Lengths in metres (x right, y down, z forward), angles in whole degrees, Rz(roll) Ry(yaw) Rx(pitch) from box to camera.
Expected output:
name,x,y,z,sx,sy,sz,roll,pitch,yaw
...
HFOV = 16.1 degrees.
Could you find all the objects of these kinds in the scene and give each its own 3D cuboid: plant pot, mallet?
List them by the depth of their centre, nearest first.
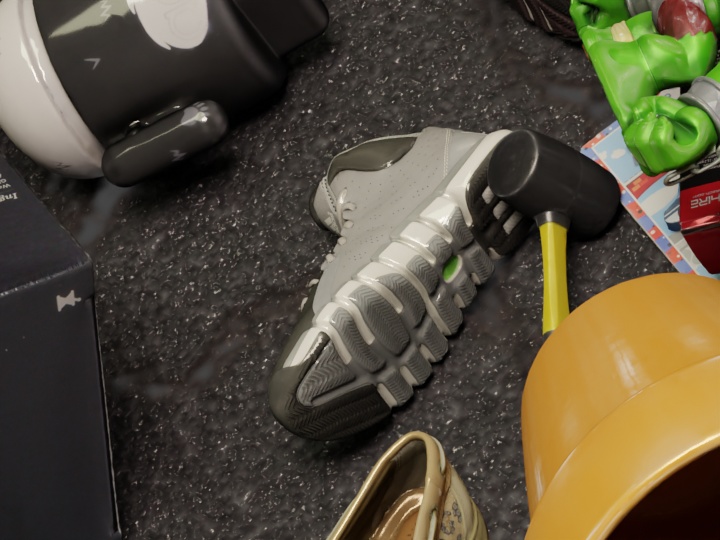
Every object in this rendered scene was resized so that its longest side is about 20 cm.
name,x,y,z,sx,sy,sz,roll,pitch,yaw
plant pot,0.149,0.098,1.068,0.199,0.201,0.184,-34,30,5
mallet,0.103,0.028,1.248,0.041,0.066,0.202,-27,58,41

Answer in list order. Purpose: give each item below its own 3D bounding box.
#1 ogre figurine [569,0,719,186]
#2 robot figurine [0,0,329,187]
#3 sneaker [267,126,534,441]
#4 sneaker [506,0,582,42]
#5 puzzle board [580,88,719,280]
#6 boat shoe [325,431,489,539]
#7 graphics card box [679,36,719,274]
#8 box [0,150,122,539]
name,x,y,z,sx,sy,sz,roll,pitch,yaw
ogre figurine,0.164,-0.110,1.171,0.119,0.099,0.200,-25,4,8
robot figurine,-0.119,-0.132,1.450,0.199,0.125,0.150,-26,12,13
sneaker,0.000,0.000,1.315,0.115,0.075,0.200,19,58,45
sneaker,0.102,-0.210,1.404,0.115,0.076,0.200,-41,44,-6
puzzle board,0.222,-0.079,1.265,0.200,0.017,0.151,-38,45,2
boat shoe,-0.011,0.158,1.075,0.073,0.063,0.201,6,48,29
graphics card box,0.219,-0.101,1.238,0.125,0.051,0.201,-14,53,24
box,-0.219,0.041,1.306,0.117,0.198,0.200,-20,40,-24
